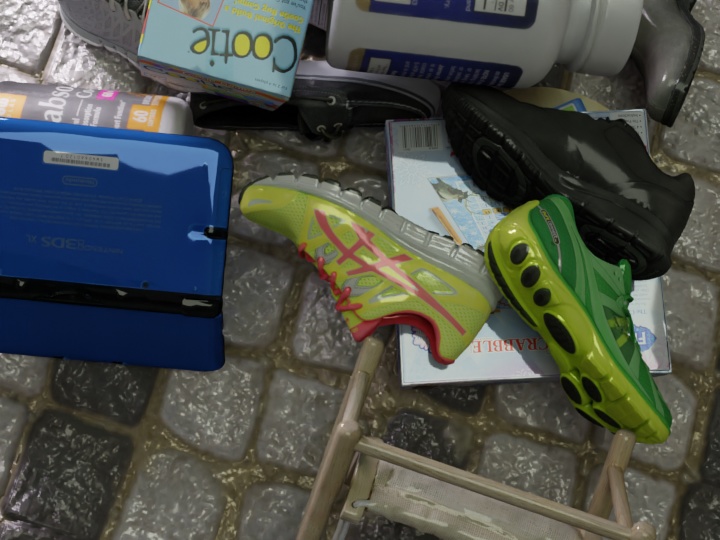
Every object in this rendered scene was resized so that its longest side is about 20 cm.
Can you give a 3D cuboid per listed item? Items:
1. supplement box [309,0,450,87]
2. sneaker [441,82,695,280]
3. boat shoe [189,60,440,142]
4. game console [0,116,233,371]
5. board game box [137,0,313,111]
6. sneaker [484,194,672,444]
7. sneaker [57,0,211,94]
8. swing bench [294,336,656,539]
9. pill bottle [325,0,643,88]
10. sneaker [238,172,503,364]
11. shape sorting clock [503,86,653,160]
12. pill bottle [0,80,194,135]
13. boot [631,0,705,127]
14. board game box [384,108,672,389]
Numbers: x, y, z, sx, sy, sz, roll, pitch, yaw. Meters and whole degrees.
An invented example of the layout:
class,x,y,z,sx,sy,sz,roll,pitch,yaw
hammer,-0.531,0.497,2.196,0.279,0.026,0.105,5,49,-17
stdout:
class,x,y,z,sx,sy,sz,roll,pitch,yaw
supplement box,0.022,-0.249,0.896,0.199,0.074,0.127,26,75,1
sneaker,0.148,-0.079,0.789,0.199,0.076,0.091,37,68,3
boat shoe,-0.038,-0.130,0.870,0.198,0.069,0.057,7,75,5
game console,-0.191,-0.013,0.780,0.198,0.118,0.172,5,93,-4
board game box,-0.078,-0.223,0.750,0.104,0.103,0.202,14,90,-11
sneaker,0.164,0.035,0.747,0.083,0.074,0.201,-41,109,-23
sneaker,-0.169,-0.202,0.821,0.199,0.116,0.075,21,73,24
swing bench,0.058,0.184,0.727,0.198,0.130,0.201,19,113,1
pill bottle,0.080,-0.186,0.741,0.198,0.120,0.121,6,76,-5
sneaker,0.000,0.000,0.764,0.199,0.078,0.091,25,83,4
shape sorting clock,0.140,-0.047,0.874,0.198,0.039,0.202,0,80,-1
pill bottle,-0.228,-0.078,0.816,0.198,0.116,0.117,5,76,-3
boot,0.201,-0.198,0.885,0.130,0.068,0.201,13,49,1
board game box,0.121,-0.016,0.827,0.198,0.041,0.201,-2,80,-1
